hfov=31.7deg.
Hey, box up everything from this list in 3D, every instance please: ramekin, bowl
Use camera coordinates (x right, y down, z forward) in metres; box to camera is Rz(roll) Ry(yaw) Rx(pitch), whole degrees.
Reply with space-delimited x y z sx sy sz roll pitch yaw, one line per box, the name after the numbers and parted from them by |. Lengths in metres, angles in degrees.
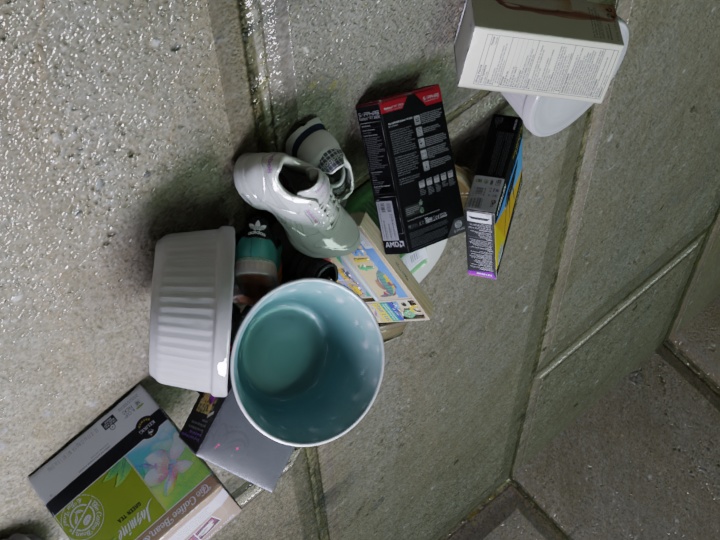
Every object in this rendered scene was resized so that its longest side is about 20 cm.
-0.199 0.046 1.500 0.093 0.204 0.203 3 143 -6 | ramekin
-0.079 0.106 1.557 0.200 0.202 0.105 -38 -163 -16 | bowl
0.037 -0.038 1.854 0.199 0.098 0.201 -36 155 -20 | ramekin
0.284 -0.301 1.825 0.201 0.094 0.203 -36 156 -19 | ramekin

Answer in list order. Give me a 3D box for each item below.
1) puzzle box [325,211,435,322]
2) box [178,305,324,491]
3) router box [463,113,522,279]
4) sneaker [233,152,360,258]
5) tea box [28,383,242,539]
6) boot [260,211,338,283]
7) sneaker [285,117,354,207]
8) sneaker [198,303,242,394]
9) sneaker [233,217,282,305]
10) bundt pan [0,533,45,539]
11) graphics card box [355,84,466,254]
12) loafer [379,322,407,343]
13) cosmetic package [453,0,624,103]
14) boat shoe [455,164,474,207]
0.000 0.000 1.727 0.200 0.132 0.026 52 49 -36 | puzzle box
-0.132 0.165 1.658 0.121 0.106 0.202 29 86 -22 | box
0.204 -0.113 1.922 0.150 0.050 0.202 81 23 -51 | router box
-0.061 -0.076 1.537 0.199 0.099 0.076 35 62 -36 | sneaker
-0.303 0.306 1.727 0.200 0.197 0.134 -41 156 -11 | tea box
-0.091 0.016 1.681 0.069 0.132 0.201 -36 160 -19 | boot
-0.043 -0.111 1.629 0.076 0.080 0.200 -42 158 -9 | sneaker
-0.198 0.117 1.756 0.090 0.066 0.201 -38 158 -28 | sneaker
-0.127 -0.007 1.600 0.070 0.081 0.200 6 164 -5 | sneaker
-0.502 0.444 1.772 0.201 0.076 0.203 -36 154 -20 | bundt pan
0.069 -0.133 1.670 0.125 0.050 0.203 -22 103 -43 | graphics card box
-0.016 0.100 1.869 0.198 0.076 0.068 -14 125 -31 | loafer
0.227 -0.291 1.642 0.197 0.088 0.104 6 138 -10 | cosmetic package
0.151 -0.126 1.960 0.201 0.072 0.064 42 48 -63 | boat shoe
